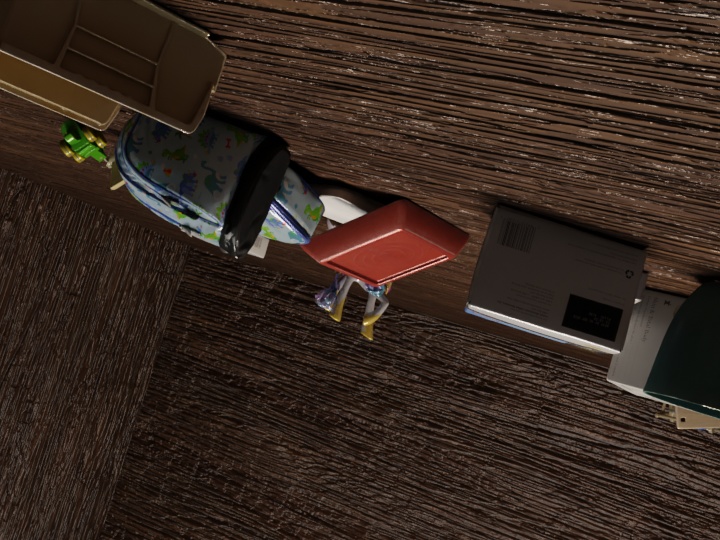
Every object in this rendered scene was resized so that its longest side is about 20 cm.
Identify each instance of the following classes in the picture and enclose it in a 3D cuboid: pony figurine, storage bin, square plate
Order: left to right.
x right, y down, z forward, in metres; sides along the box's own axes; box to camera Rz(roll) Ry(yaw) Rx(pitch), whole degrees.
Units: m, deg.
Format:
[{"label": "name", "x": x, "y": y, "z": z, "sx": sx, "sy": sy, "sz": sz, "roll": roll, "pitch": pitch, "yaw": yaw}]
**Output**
[{"label": "storage bin", "x": -0.257, "y": -0.200, "z": 0.894, "sx": 0.197, "sy": 0.095, "sz": 0.199, "roll": 22, "pitch": 173, "yaw": -38}, {"label": "square plate", "x": -0.015, "y": -0.098, "z": 1.545, "sx": 0.198, "sy": 0.029, "sz": 0.197, "roll": 21, "pitch": 173, "yaw": -36}, {"label": "pony figurine", "x": 0.000, "y": 0.000, "z": 1.847, "sx": 0.192, "sy": 0.202, "sz": 0.166, "roll": 32, "pitch": -175, "yaw": 12}]

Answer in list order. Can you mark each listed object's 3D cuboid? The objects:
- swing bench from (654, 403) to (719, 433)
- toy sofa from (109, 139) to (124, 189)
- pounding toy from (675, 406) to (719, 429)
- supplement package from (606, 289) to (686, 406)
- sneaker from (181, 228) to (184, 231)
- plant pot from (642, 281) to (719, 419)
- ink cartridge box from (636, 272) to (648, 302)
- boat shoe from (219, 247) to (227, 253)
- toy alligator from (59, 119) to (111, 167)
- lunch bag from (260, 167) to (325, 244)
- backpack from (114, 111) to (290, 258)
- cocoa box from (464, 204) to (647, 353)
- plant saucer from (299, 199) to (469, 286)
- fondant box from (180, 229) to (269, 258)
[{"label": "swing bench", "x": 1.035, "y": 0.417, "z": 2.930, "sx": 0.198, "sy": 0.132, "sz": 0.198, "roll": 20, "pitch": 174, "yaw": -28}, {"label": "toy sofa", "x": -0.333, "y": -0.168, "z": 1.701, "sx": 0.082, "sy": 0.099, "sz": 0.199, "roll": -19, "pitch": 151, "yaw": 38}, {"label": "pounding toy", "x": 0.665, "y": 0.231, "z": 1.771, "sx": 0.181, "sy": 0.145, "sz": 0.200, "roll": -5, "pitch": -176, "yaw": 18}, {"label": "supplement package", "x": 0.509, "y": 0.132, "z": 1.485, "sx": 0.198, "sy": 0.154, "sz": 0.150, "roll": 14, "pitch": 174, "yaw": 37}, {"label": "sneaker", "x": -0.335, "y": -0.144, "z": 1.851, "sx": 0.199, "sy": 0.078, "sz": 0.099, "roll": 38, "pitch": -153, "yaw": 2}, {"label": "plant pot", "x": 0.484, "y": 0.109, "z": 1.258, "sx": 0.198, "sy": 0.163, "sz": 0.201, "roll": 18, "pitch": 175, "yaw": 2}, {"label": "ink cartridge box", "x": 0.323, "y": 0.012, "z": 1.458, "sx": 0.174, "sy": 0.045, "sz": 0.200, "roll": 16, "pitch": 175, "yaw": 8}, {"label": "boat shoe", "x": -0.228, "y": -0.085, "z": 1.816, "sx": 0.069, "sy": 0.067, "sz": 0.200, "roll": 0, "pitch": -159, "yaw": 2}, {"label": "toy alligator", "x": -0.473, "y": -0.223, "z": 1.690, "sx": 0.055, "sy": 0.059, "sz": 0.200, "roll": 59, "pitch": -176, "yaw": 10}, {"label": "lunch bag", "x": -0.165, "y": -0.116, "z": 1.458, "sx": 0.198, "sy": 0.083, "sz": 0.161, "roll": 16, "pitch": 160, "yaw": 35}, {"label": "backpack", "x": -0.214, "y": -0.132, "z": 1.250, "sx": 0.198, "sy": 0.165, "sz": 0.154, "roll": 23, "pitch": 169, "yaw": 17}, {"label": "cocoa box", "x": 0.245, "y": 0.016, "z": 1.253, "sx": 0.197, "sy": 0.135, "sz": 0.131, "roll": 17, "pitch": 176, "yaw": 5}, {"label": "plant saucer", "x": 0.041, "y": -0.031, "z": 1.498, "sx": 0.198, "sy": 0.037, "sz": 0.199, "roll": -20, "pitch": 154, "yaw": 31}, {"label": "fondant box", "x": -0.371, "y": -0.097, "z": 2.678, "sx": 0.197, "sy": 0.059, "sz": 0.144, "roll": 14, "pitch": 174, "yaw": 26}]
